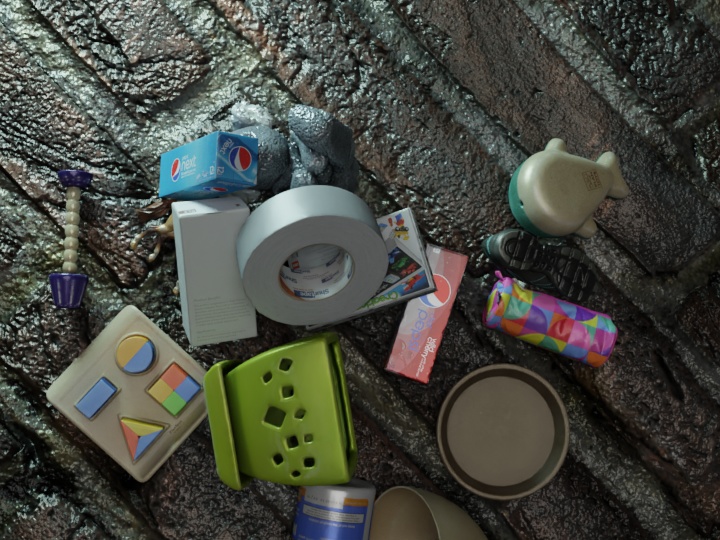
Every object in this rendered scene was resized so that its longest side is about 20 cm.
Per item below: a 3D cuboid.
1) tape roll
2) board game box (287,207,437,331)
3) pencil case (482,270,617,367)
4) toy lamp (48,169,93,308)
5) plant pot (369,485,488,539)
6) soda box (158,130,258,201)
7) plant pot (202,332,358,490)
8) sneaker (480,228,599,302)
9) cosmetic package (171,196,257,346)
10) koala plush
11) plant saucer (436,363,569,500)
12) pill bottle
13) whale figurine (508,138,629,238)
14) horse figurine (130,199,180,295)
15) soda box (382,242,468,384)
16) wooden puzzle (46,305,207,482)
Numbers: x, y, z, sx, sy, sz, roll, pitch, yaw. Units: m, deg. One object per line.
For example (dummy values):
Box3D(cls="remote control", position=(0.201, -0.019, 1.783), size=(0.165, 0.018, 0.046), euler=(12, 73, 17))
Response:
Box3D(cls="tape roll", position=(-0.065, -0.017, 1.307), size=(0.200, 0.200, 0.066), euler=(-15, 45, -5))
Box3D(cls="board game box", position=(0.000, 0.000, 1.411), size=(0.200, 0.035, 0.126), euler=(-18, 78, 12))
Box3D(cls="pencil case", position=(0.280, 0.075, 1.435), size=(0.200, 0.088, 0.088), euler=(22, 84, -4))
Box3D(cls="toy lamp", position=(-0.426, -0.044, 1.415), size=(0.058, 0.058, 0.200), euler=(2, 82, -3))
Box3D(cls="plant pot", position=(0.107, 0.408, 1.358), size=(0.134, 0.200, 0.201), euler=(10, 84, -31))
Box3D(cls="soda box", position=(-0.218, -0.143, 1.361), size=(0.064, 0.200, 0.068), euler=(6, 83, -34))
Box3D(cls="plant pot", position=(-0.110, 0.200, 1.348), size=(0.181, 0.199, 0.200), euler=(-11, 87, 2))
Box3D(cls="sneaker", position=(0.271, -0.011, 1.450), size=(0.200, 0.079, 0.075), euler=(26, 79, -21))
Box3D(cls="cosmetic package", position=(-0.207, 0.000, 1.368), size=(0.102, 0.074, 0.200), euler=(-7, 112, -18))
Box3D(cls="koala plush", position=(-0.118, -0.154, 1.408), size=(0.200, 0.184, 0.178), euler=(13, 97, 18))
Box3D(cls="plant saucer", position=(0.211, 0.239, 1.436), size=(0.200, 0.029, 0.200), euler=(0, 86, -3))
Box3D(cls="pill bottle", position=(-0.046, 0.398, 1.372), size=(0.112, 0.112, 0.200), euler=(9, 86, -3))
Box3D(cls="whale figurine", position=(0.311, -0.120, 1.458), size=(0.200, 0.104, 0.159), euler=(-19, 85, -29))
Box3D(cls="horse figurine", position=(-0.249, -0.034, 1.428), size=(0.133, 0.050, 0.200), euler=(-41, 92, 2))
Box3D(cls="soda box", position=(0.096, 0.065, 1.433), size=(0.070, 0.063, 0.200), euler=(19, 85, -1))
Box3D(cls="wooden puzzle", position=(-0.330, 0.179, 1.406), size=(0.200, 0.046, 0.185), euler=(42, 84, 1))
